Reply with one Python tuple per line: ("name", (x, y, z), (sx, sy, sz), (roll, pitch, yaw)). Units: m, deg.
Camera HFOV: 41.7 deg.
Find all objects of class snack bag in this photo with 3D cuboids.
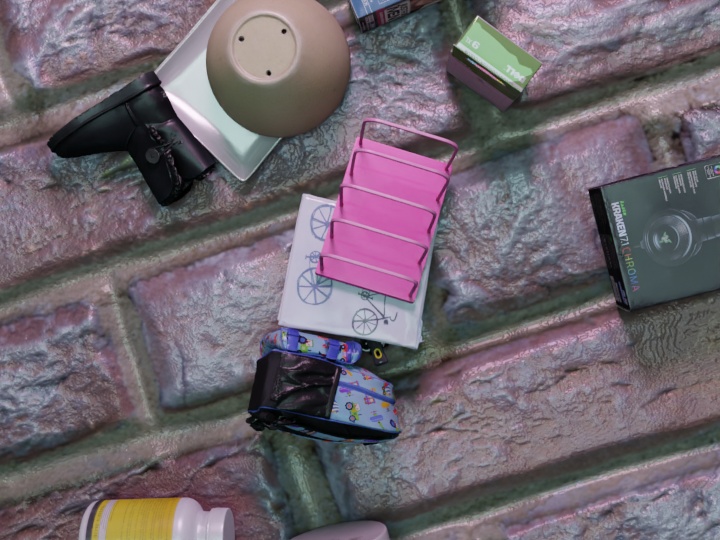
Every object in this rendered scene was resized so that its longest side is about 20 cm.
("snack bag", (0.000, 0.000, 1.289), (0.200, 0.021, 0.189), (10, 79, -1))

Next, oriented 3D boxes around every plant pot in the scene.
("plant pot", (-0.117, -0.281, 1.247), (0.200, 0.134, 0.200), (0, 94, 4))

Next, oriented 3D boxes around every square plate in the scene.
("square plate", (-0.171, -0.262, 1.332), (0.200, 0.028, 0.198), (43, 94, 0))

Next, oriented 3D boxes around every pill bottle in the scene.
("pill bottle", (-0.284, 0.378, 1.330), (0.200, 0.112, 0.112), (-3, 93, 4))

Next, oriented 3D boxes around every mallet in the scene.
("mallet", (-0.014, 0.039, 1.309), (0.066, 0.041, 0.200), (-13, 76, 2))

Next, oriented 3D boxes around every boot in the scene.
("boot", (-0.319, -0.159, 1.321), (0.200, 0.076, 0.168), (-28, 99, 16))

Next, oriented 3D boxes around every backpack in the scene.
("backpack", (-0.041, 0.164, 1.276), (0.200, 0.183, 0.135), (13, 77, -11))

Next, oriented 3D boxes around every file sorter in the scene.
("file sorter", (0.036, -0.080, 1.231), (0.139, 0.125, 0.200), (17, 79, 0))

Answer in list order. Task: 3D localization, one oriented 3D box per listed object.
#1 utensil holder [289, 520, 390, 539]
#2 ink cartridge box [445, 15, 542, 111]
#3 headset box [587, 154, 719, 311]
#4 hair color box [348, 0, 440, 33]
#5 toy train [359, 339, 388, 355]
("utensil holder", (-0.020, 0.464, 1.293), (0.170, 0.170, 0.200), (-13, 90, 4))
("ink cartridge box", (0.172, -0.269, 1.224), (0.104, 0.200, 0.059), (37, 94, 0))
("headset box", (0.431, -0.054, 1.274), (0.200, 0.093, 0.174), (-14, 93, 4))
("hair color box", (0.080, -0.393, 1.274), (0.200, 0.100, 0.061), (-22, 92, 5))
("toy train", (0.045, 0.024, 1.331), (0.046, 0.034, 0.200), (16, 94, 1))
